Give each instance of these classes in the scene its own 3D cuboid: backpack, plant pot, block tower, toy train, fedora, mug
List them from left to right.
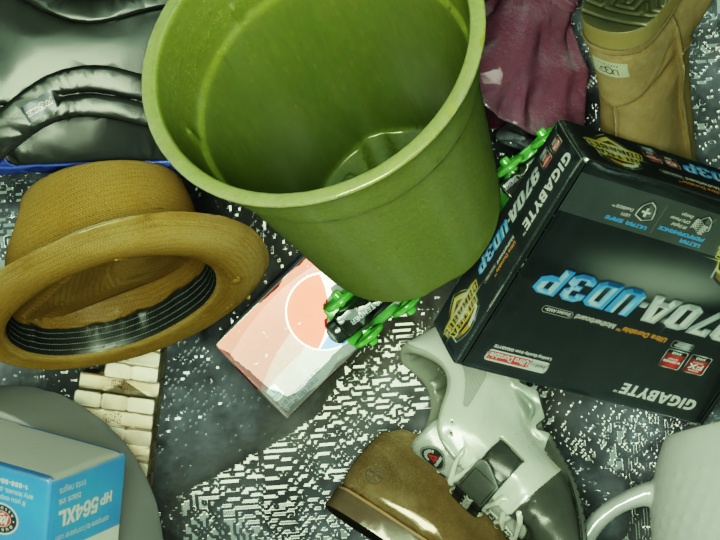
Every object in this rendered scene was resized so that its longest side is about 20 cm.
[{"bbox_3d":[-0.155,-0.011,1.570,0.200,0.201,0.082,-14,67,0],"label":"fedora"},{"bbox_3d":[-0.153,0.067,1.675,0.057,0.054,0.201,8,91,1],"label":"block tower"},{"bbox_3d":[-0.147,-0.140,1.616,0.199,0.168,0.163,-1,93,-1],"label":"backpack"},{"bbox_3d":[0.001,-0.079,1.509,0.199,0.190,0.201,-9,59,16],"label":"plant pot"},{"bbox_3d":[0.058,-0.022,1.611,0.200,0.056,0.042,-38,96,0],"label":"toy train"},{"bbox_3d":[0.229,0.184,1.632,0.199,0.148,0.176,-14,84,5],"label":"mug"}]

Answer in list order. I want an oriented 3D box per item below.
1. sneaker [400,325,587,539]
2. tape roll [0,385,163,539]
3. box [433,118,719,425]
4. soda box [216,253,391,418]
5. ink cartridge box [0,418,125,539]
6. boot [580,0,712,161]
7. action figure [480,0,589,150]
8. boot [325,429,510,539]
[{"bbox_3d":[0.079,0.124,1.638,0.088,0.074,0.201,-11,63,-20],"label":"sneaker"},{"bbox_3d":[-0.223,0.175,1.631,0.199,0.066,0.201,5,101,26],"label":"tape roll"},{"bbox_3d":[0.167,0.005,1.603,0.199,0.046,0.159,15,119,-31],"label":"box"},{"bbox_3d":[0.000,0.000,1.670,0.200,0.063,0.070,-44,92,0],"label":"soda box"},{"bbox_3d":[-0.228,0.195,1.553,0.145,0.084,0.201,12,103,25],"label":"ink cartridge box"},{"bbox_3d":[0.192,-0.122,1.628,0.066,0.201,0.175,24,55,31],"label":"boot"},{"bbox_3d":[0.114,-0.177,1.666,0.148,0.134,0.201,15,85,33],"label":"action figure"},{"bbox_3d":[0.081,0.174,1.672,0.200,0.074,0.076,33,79,1],"label":"boot"}]
